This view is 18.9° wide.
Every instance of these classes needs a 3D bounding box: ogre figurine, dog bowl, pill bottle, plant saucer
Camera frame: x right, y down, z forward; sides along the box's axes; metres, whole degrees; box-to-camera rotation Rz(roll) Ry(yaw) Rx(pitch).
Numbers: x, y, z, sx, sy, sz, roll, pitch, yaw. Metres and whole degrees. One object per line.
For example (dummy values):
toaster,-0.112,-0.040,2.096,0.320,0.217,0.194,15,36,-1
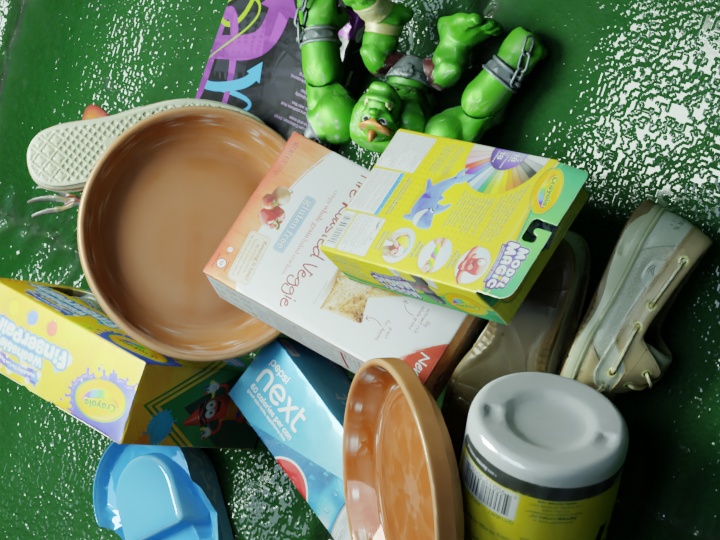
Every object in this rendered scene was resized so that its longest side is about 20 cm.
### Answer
ogre figurine,0.036,-0.145,1.674,0.199,0.098,0.121,13,87,0
dog bowl,-0.155,0.229,1.804,0.111,0.049,0.201,-28,68,31
pill bottle,0.117,0.182,1.527,0.114,0.114,0.201,36,133,34
plant saucer,0.032,0.162,1.545,0.200,0.032,0.202,174,90,-71
plant saucer,-0.126,-0.028,1.705,0.037,0.199,0.202,162,110,-74

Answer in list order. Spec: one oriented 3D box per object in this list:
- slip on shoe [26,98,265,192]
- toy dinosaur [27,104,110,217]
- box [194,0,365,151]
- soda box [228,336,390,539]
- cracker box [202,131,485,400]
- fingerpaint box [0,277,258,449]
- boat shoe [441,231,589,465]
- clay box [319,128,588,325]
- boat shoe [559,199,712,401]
slip on shoe,-0.169,-0.096,1.759,0.199,0.061,0.075,-7,83,-2
toy dinosaur,-0.170,-0.065,1.824,0.199,0.105,0.183,-17,80,7
box,-0.071,-0.146,1.790,0.143,0.036,0.201,27,103,36
soda box,-0.016,0.145,1.699,0.068,0.064,0.200,-51,58,21
cracker box,0.000,0.000,1.644,0.199,0.058,0.134,28,76,18
fingerpaint box,-0.197,0.074,1.779,0.199,0.166,0.074,25,100,37
boat shoe,0.120,0.062,1.591,0.074,0.066,0.201,33,114,22
clay box,0.074,-0.031,1.538,0.199,0.048,0.115,17,68,48
boat shoe,0.191,0.053,1.547,0.066,0.074,0.201,24,108,15
